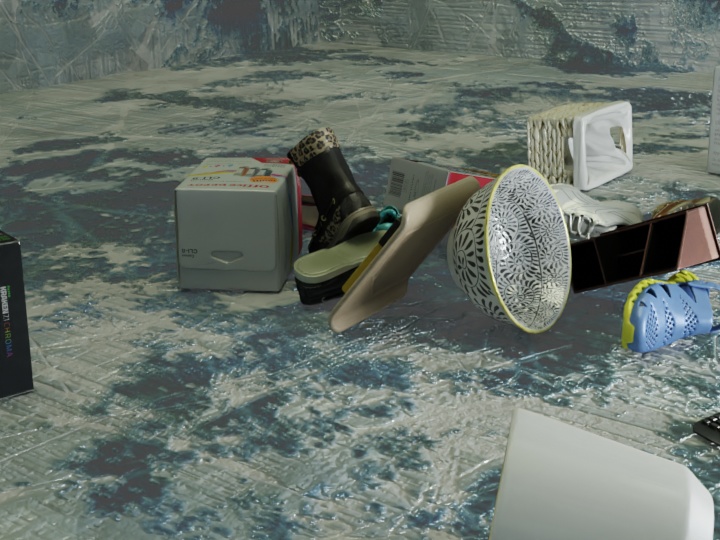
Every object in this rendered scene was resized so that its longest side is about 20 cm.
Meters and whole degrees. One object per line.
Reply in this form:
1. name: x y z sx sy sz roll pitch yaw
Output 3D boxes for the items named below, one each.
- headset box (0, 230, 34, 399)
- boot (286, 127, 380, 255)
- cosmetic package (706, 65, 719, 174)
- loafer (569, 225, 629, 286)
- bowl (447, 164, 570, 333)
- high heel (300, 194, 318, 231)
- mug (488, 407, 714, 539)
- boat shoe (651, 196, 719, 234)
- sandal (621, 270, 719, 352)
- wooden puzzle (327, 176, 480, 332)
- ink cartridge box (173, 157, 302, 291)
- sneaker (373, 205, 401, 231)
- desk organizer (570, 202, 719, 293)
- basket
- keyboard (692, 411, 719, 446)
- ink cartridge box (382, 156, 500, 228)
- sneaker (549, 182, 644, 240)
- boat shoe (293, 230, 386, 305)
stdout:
1. headset box: -0.440 0.039 1.315 0.093 0.175 0.200 -13 23 -36
2. boot: -0.049 -0.101 1.669 0.073 0.151 0.200 -23 -7 -21
3. cosmetic package: 0.755 -0.275 2.194 0.166 0.201 0.167 -15 23 -37
4. loafer: 0.297 -0.020 1.640 0.199 0.063 0.072 -10 19 -27
5. bowl: 0.167 -0.021 1.451 0.094 0.201 0.201 -8 10 37
6. high heel: -0.091 -0.093 1.870 0.096 0.068 0.200 0 10 -30
7. mug: 0.177 0.181 0.895 0.153 0.150 0.187 10 26 8
8. boat shoe: 0.473 -0.069 1.787 0.074 0.076 0.200 6 10 36
9. sandal: 0.374 0.049 1.403 0.087 0.080 0.200 19 27 38
10. wooden puzzle: 0.050 -0.025 1.471 0.037 0.200 0.185 43 34 14
11. ink cartridge box: -0.168 -0.069 1.685 0.145 0.145 0.200 1 19 5
12. sneaker: 0.045 -0.056 1.741 0.077 0.080 0.200 -1 16 0
13. desk organizer: 0.351 -0.024 1.515 0.077 0.072 0.200 -14 -2 -30
14. basket: 0.401 -0.233 2.196 0.123 0.136 0.200 8 19 37
15. keyboard: 0.423 0.166 1.120 0.127 0.021 0.200 -11 21 -28
16. ink cartridge box: 0.168 -0.108 1.818 0.200 0.084 0.175 4 11 -41
17. sneaker: 0.333 -0.076 1.770 0.199 0.075 0.087 8 25 -7
18. boat shoe: 0.001 0.001 1.588 0.199 0.066 0.074 -20 39 -33
